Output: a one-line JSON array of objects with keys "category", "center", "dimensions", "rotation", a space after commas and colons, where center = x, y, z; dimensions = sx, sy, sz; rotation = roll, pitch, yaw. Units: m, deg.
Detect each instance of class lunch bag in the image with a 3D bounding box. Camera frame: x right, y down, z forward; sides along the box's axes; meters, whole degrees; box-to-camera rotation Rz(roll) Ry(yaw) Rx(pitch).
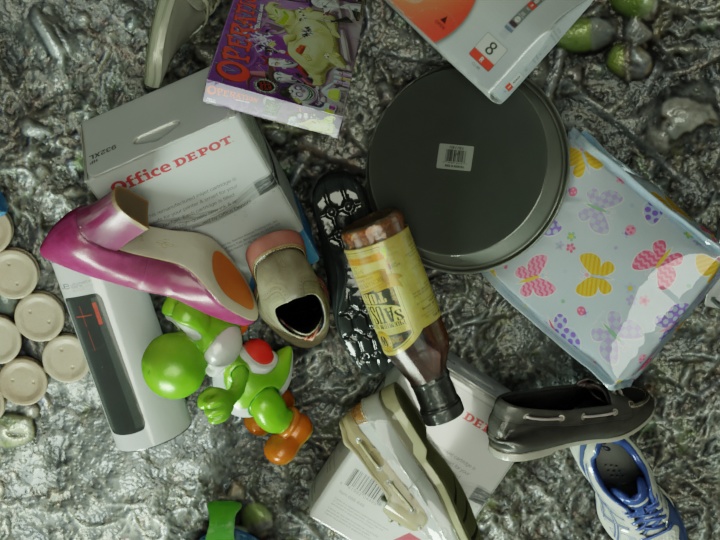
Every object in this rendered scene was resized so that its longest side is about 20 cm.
[{"category": "lunch bag", "center": [0.224, -0.015, 1.210], "dimensions": [0.200, 0.127, 0.170], "rotation": [40, 102, 16]}]

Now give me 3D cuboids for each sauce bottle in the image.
[{"category": "sauce bottle", "center": [0.043, 0.045, 1.174], "dimensions": [0.066, 0.066, 0.201], "rotation": [-22, 99, 4]}]

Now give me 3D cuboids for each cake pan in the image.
[{"category": "cake pan", "center": [0.093, -0.099, 1.189], "dimensions": [0.198, 0.037, 0.202], "rotation": [-2, 84, 19]}]

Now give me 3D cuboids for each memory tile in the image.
[{"category": "memory tile", "center": [-0.372, 0.046, 1.269], "dimensions": [0.152, 0.017, 0.201], "rotation": [-27, 103, 5]}]

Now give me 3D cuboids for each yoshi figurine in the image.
[{"category": "yoshi figurine", "center": [-0.137, 0.108, 1.212], "dimensions": [0.112, 0.113, 0.200], "rotation": [-15, 132, 28]}]

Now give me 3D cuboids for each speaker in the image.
[{"category": "speaker", "center": [-0.230, 0.068, 1.245], "dimensions": [0.080, 0.081, 0.202], "rotation": [-16, 104, 3]}]

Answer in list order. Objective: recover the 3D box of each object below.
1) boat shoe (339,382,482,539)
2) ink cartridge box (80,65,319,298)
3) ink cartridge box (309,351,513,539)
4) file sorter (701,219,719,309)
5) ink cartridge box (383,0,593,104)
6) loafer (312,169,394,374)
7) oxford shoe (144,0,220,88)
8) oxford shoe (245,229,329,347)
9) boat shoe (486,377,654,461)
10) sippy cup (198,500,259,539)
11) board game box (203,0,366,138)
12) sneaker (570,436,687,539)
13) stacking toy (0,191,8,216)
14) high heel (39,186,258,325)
[{"category": "boat shoe", "center": [0.051, 0.205, 1.206], "dimensions": [0.068, 0.075, 0.201], "rotation": [-28, 95, 11]}, {"category": "ink cartridge box", "center": [-0.143, -0.069, 1.164], "dimensions": [0.144, 0.084, 0.201], "rotation": [-23, 136, 5]}, {"category": "ink cartridge box", "center": [0.060, 0.183, 1.276], "dimensions": [0.145, 0.085, 0.201], "rotation": [32, 102, -8]}, {"category": "file sorter", "center": [0.425, -0.039, 1.210], "dimensions": [0.137, 0.125, 0.202], "rotation": [9, 104, -3]}, {"category": "ink cartridge box", "center": [0.132, -0.275, 1.148], "dimensions": [0.162, 0.050, 0.200], "rotation": [46, 103, 21]}, {"category": "loafer", "center": [0.000, 0.000, 1.237], "dimensions": [0.067, 0.070, 0.202], "rotation": [-12, 106, 6]}, {"category": "oxford shoe", "center": [-0.147, -0.250, 1.140], "dimensions": [0.057, 0.075, 0.202], "rotation": [20, 67, -12]}, {"category": "oxford shoe", "center": [-0.061, 0.039, 1.188], "dimensions": [0.070, 0.200, 0.075], "rotation": [-22, 64, 0]}, {"category": "boat shoe", "center": [0.205, 0.129, 1.213], "dimensions": [0.199, 0.067, 0.058], "rotation": [-12, 113, -31]}, {"category": "sippy cup", "center": [-0.136, 0.327, 1.282], "dimensions": [0.139, 0.130, 0.178], "rotation": [35, 100, -8]}, {"category": "board game box", "center": [-0.061, -0.200, 1.130], "dimensions": [0.119, 0.201, 0.032], "rotation": [11, 134, -3]}, {"category": "sneaker", "center": [0.269, 0.230, 1.290], "dimensions": [0.075, 0.088, 0.201], "rotation": [-34, 103, 5]}, {"category": "stacking toy", "center": [-0.438, -0.031, 1.200], "dimensions": [0.200, 0.116, 0.110], "rotation": [-42, 85, 15]}, {"category": "high heel", "center": [-0.180, 0.006, 1.122], "dimensions": [0.095, 0.068, 0.200], "rotation": [-29, 139, 25]}]
